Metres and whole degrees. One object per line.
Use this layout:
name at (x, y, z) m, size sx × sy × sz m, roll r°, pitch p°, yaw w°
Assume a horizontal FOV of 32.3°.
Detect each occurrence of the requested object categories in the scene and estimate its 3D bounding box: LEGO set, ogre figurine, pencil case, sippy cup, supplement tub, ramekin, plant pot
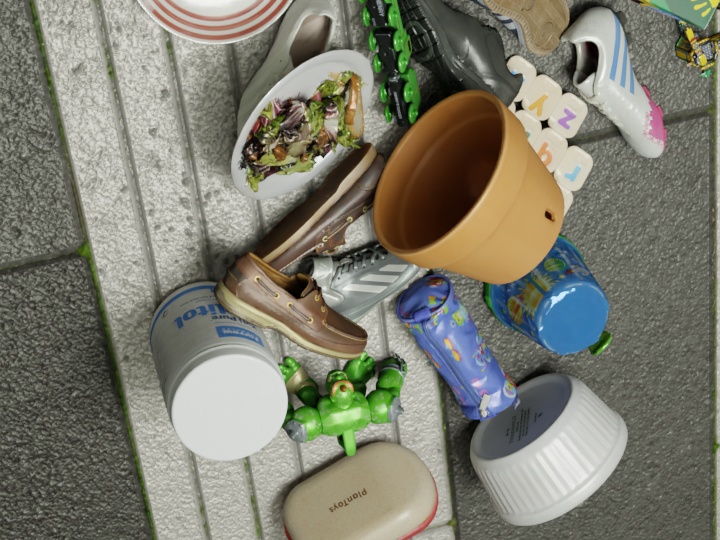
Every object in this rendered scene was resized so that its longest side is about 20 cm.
LEGO set at (0.437, -0.325, 1.445) m, size 0.152 × 0.116 × 0.202 m, roll -16°, pitch 116°, yaw -11°
ogre figurine at (-0.027, 0.157, 1.498) m, size 0.198 × 0.120 × 0.099 m, roll 7°, pitch 110°, yaw -21°
pencil case at (0.121, 0.102, 1.543) m, size 0.077 × 0.087 × 0.201 m, roll -24°, pitch 118°, yaw 18°
sippy cup at (0.236, 0.035, 1.525) m, size 0.176 × 0.130 × 0.141 m, roll 3°, pitch 111°, yaw -18°
supplement tub at (-0.162, 0.107, 1.389) m, size 0.130 × 0.200 × 0.133 m, roll -6°, pitch 114°, yaw -15°
ramekin at (0.228, 0.216, 1.567) m, size 0.202 × 0.202 × 0.094 m, roll -38°, pitch 106°, yaw 1°
plant pot at (0.129, -0.075, 1.365) m, size 0.140 × 0.200 × 0.201 m, roll 33°, pitch 100°, yaw -32°

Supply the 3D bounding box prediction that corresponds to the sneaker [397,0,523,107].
sneaker at (0.109, -0.256, 1.404) m, size 0.091 × 0.076 × 0.200 m, roll -47°, pitch 115°, yaw -19°

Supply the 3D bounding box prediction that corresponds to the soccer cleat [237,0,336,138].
soccer cleat at (-0.082, -0.203, 1.354) m, size 0.069 × 0.078 × 0.202 m, roll 17°, pitch 106°, yaw -23°

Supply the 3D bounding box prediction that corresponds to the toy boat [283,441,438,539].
toy boat at (0.007, 0.314, 1.590) m, size 0.199 × 0.131 × 0.131 m, roll -28°, pitch 148°, yaw -4°

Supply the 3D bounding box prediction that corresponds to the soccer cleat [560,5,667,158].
soccer cleat at (0.294, -0.211, 1.473) m, size 0.086 × 0.070 × 0.201 m, roll -34°, pitch 111°, yaw -20°

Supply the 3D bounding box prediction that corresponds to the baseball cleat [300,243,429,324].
baseball cleat at (0.000, 0.000, 1.470) m, size 0.200 × 0.070 × 0.106 m, roll -46°, pitch 118°, yaw 4°

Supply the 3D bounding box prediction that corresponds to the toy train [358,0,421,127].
toy train at (0.034, -0.246, 1.360) m, size 0.041 × 0.057 × 0.201 m, roll 4°, pitch 136°, yaw 19°

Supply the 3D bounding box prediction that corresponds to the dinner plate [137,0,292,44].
dinner plate at (-0.152, -0.339, 1.306) m, size 0.198 × 0.024 × 0.202 m, roll -6°, pitch 114°, yaw -14°

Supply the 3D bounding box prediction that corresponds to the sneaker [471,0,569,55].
sneaker at (0.156, -0.314, 1.397) m, size 0.070 × 0.108 × 0.199 m, roll -57°, pitch 146°, yaw 8°

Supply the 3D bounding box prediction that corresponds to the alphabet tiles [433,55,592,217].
alphabet tiles at (0.177, -0.142, 1.469) m, size 0.199 × 0.015 × 0.197 m, roll 31°, pitch 86°, yaw -16°

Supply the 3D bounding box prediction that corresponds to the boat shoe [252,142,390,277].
boat shoe at (-0.038, -0.055, 1.433) m, size 0.200 × 0.070 × 0.070 m, roll -41°, pitch 114°, yaw 2°

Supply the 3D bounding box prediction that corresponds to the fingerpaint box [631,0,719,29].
fingerpaint box at (0.275, -0.340, 1.341) m, size 0.165 × 0.200 × 0.074 m, roll 18°, pitch 106°, yaw -24°

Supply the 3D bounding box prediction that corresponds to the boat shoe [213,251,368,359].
boat shoe at (-0.067, 0.041, 1.405) m, size 0.199 × 0.072 × 0.068 m, roll 26°, pitch 105°, yaw -28°

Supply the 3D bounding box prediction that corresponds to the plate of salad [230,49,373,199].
plate of salad at (-0.055, -0.150, 1.349) m, size 0.199 × 0.048 × 0.201 m, roll -36°, pitch 155°, yaw -19°
